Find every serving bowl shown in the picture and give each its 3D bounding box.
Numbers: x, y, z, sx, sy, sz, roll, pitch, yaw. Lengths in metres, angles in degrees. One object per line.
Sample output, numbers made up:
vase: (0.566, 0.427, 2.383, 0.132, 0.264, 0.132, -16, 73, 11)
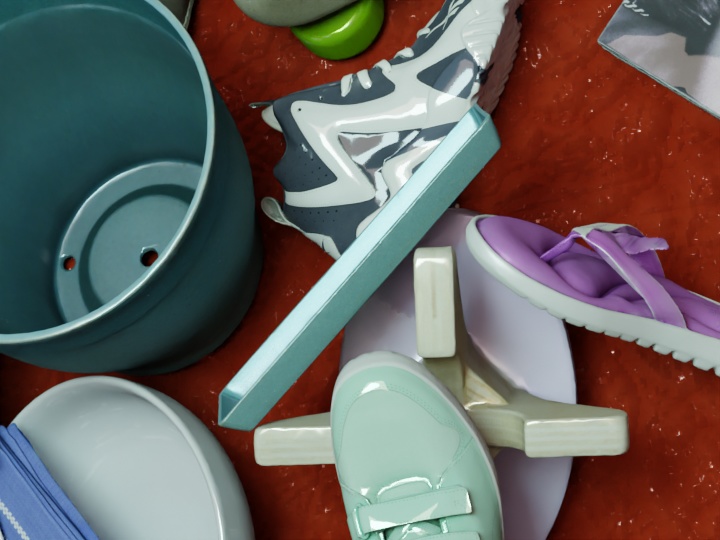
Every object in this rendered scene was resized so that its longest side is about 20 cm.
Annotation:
serving bowl: (-0.126, 0.159, 1.202, 0.199, 0.066, 0.202, -5, 82, 40)

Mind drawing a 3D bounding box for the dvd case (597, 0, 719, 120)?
dvd case: (0.248, -0.134, 1.193, 0.199, 0.016, 0.149, 34, 89, 21)

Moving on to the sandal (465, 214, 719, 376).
sandal: (0.141, 0.002, 1.119, 0.050, 0.201, 0.083, -60, 29, 18)

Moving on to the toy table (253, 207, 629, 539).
toy table: (0.044, 0.074, 1.128, 0.182, 0.117, 0.202, -14, 94, 8)

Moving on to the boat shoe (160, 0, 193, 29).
boat shoe: (-0.107, -0.216, 1.293, 0.060, 0.072, 0.204, -1, 74, 22)

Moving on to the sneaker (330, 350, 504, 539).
sneaker: (0.031, 0.138, 1.018, 0.073, 0.118, 0.202, -17, 93, 10)

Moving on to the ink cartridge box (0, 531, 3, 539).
ink cartridge box: (-0.267, 0.213, 1.203, 0.199, 0.067, 0.118, -34, 67, 34)

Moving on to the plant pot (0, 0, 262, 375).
plant pot: (-0.143, -0.033, 1.196, 0.198, 0.188, 0.202, -5, 71, 14)

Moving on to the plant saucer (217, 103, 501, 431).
plant saucer: (0.000, 0.000, 1.102, 0.019, 0.070, 0.200, 41, 95, -8)

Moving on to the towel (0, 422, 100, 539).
towel: (-0.203, 0.201, 1.209, 0.145, 0.024, 0.201, 46, 116, 32)

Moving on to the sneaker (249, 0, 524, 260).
sneaker: (0.007, -0.100, 1.226, 0.129, 0.079, 0.201, 19, 94, 12)

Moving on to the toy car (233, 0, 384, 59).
toy car: (-0.034, -0.249, 1.235, 0.157, 0.164, 0.201, -31, 64, 8)
